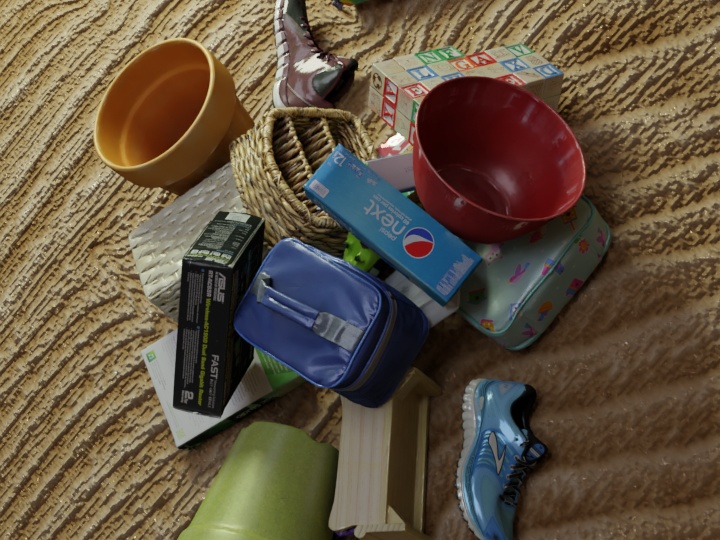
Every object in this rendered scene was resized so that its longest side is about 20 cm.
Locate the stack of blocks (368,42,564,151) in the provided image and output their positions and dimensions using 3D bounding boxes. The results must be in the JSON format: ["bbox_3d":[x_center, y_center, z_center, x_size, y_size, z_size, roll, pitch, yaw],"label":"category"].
[{"bbox_3d":[0.124,-0.213,1.671,0.200,0.059,0.115,-18,43,-28],"label":"stack of blocks"}]

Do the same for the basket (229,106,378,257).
[{"bbox_3d":[-0.061,-0.114,1.764,0.149,0.143,0.200,-33,55,18],"label":"basket"}]

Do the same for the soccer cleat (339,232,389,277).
[{"bbox_3d":[0.000,0.000,1.725,0.068,0.081,0.200,55,140,22],"label":"soccer cleat"}]

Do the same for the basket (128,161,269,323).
[{"bbox_3d":[-0.188,-0.027,1.849,0.200,0.123,0.136,-34,53,15],"label":"basket"}]

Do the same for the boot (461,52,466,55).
[{"bbox_3d":[0.151,-0.213,1.759,0.075,0.074,0.200,-42,50,-7],"label":"boot"}]

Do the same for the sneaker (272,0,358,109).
[{"bbox_3d":[-0.055,-0.297,1.935,0.115,0.076,0.200,-7,74,25],"label":"sneaker"}]

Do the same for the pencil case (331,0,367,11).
[{"bbox_3d":[0.047,-0.415,1.910,0.200,0.088,0.089,-11,62,27],"label":"pencil case"}]

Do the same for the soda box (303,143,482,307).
[{"bbox_3d":[0.034,-0.047,1.545,0.200,0.068,0.064,40,85,4],"label":"soda box"}]

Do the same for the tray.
[{"bbox_3d":[0.058,0.028,1.662,0.200,0.022,0.108,-40,44,54],"label":"tray"}]

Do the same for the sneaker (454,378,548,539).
[{"bbox_3d":[0.157,0.208,1.543,0.090,0.078,0.200,-9,63,26],"label":"sneaker"}]

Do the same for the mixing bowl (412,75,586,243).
[{"bbox_3d":[0.136,-0.103,1.559,0.108,0.200,0.200,119,144,-49],"label":"mixing bowl"}]

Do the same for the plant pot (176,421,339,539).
[{"bbox_3d":[-0.104,0.282,1.621,0.200,0.200,0.184,0,56,33],"label":"plant pot"}]

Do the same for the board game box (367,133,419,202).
[{"bbox_3d":[0.012,-0.099,1.818,0.200,0.030,0.096,-36,53,17],"label":"board game box"}]

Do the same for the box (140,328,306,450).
[{"bbox_3d":[-0.173,0.120,1.807,0.200,0.036,0.144,-31,68,18],"label":"box"}]

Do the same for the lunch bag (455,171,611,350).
[{"bbox_3d":[0.182,-0.022,1.636,0.200,0.077,0.160,-52,48,0],"label":"lunch bag"}]

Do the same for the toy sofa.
[{"bbox_3d":[0.031,0.215,1.615,0.097,0.083,0.200,-9,64,26],"label":"toy sofa"}]

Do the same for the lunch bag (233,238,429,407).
[{"bbox_3d":[-0.043,0.052,1.592,0.200,0.132,0.136,28,87,33],"label":"lunch bag"}]

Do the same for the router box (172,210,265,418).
[{"bbox_3d":[-0.166,0.050,1.666,0.062,0.150,0.200,10,115,7],"label":"router box"}]

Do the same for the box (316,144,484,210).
[{"bbox_3d":[0.055,-0.115,1.673,0.122,0.200,0.048,-6,96,67],"label":"box"}]

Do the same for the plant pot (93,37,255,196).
[{"bbox_3d":[-0.222,-0.178,1.899,0.200,0.183,0.200,-18,55,27],"label":"plant pot"}]
